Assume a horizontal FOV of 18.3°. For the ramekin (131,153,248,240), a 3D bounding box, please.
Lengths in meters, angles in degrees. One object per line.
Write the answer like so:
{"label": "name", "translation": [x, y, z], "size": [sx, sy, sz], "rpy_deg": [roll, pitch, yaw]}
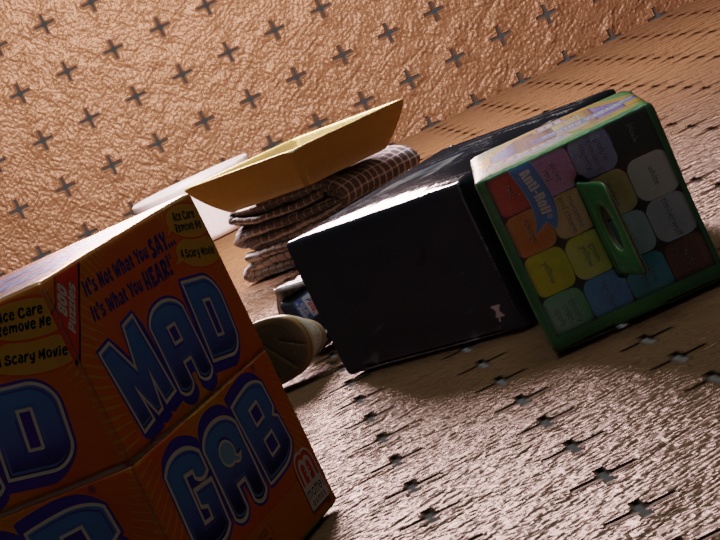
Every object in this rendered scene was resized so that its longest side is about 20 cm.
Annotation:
{"label": "ramekin", "translation": [-0.249, -0.098, 3.502], "size": [0.200, 0.098, 0.200], "rpy_deg": [-24, 7, 3]}

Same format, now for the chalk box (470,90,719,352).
{"label": "chalk box", "translation": [0.150, -0.033, 1.436], "size": [0.124, 0.125, 0.200], "rpy_deg": [-24, 6, 6]}

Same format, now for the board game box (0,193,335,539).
{"label": "board game box", "translation": [-0.167, 0.105, 1.218], "size": [0.199, 0.200, 0.200], "rpy_deg": [-23, 7, 22]}

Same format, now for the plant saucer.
{"label": "plant saucer", "translation": [-0.068, -0.124, 2.541], "size": [0.200, 0.049, 0.200], "rpy_deg": [-16, 9, 46]}

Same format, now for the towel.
{"label": "towel", "translation": [-0.040, -0.073, 2.602], "size": [0.200, 0.086, 0.166], "rpy_deg": [-20, 8, 39]}

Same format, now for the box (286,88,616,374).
{"label": "box", "translation": [0.090, -0.029, 1.664], "size": [0.196, 0.118, 0.200], "rpy_deg": [-18, 11, 47]}

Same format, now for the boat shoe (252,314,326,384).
{"label": "boat shoe", "translation": [-0.121, 0.083, 1.794], "size": [0.200, 0.072, 0.065], "rpy_deg": [-21, -1, 18]}

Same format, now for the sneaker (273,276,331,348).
{"label": "sneaker", "translation": [0.000, 0.000, 1.845], "size": [0.108, 0.070, 0.200], "rpy_deg": [-29, -12, -36]}
